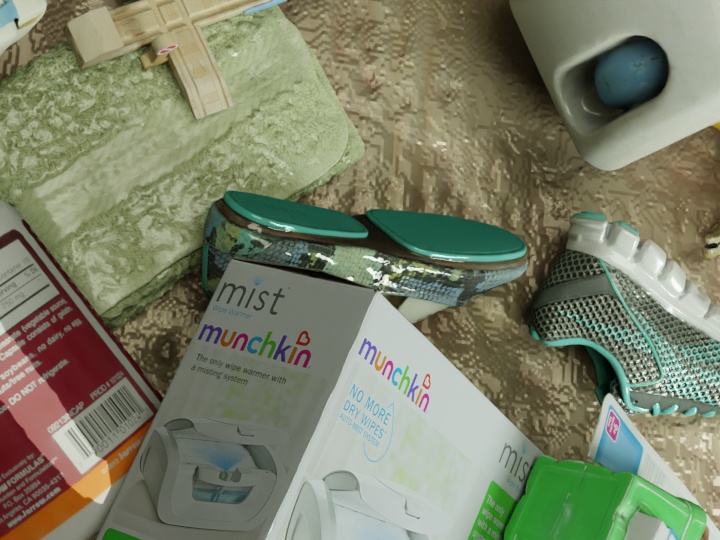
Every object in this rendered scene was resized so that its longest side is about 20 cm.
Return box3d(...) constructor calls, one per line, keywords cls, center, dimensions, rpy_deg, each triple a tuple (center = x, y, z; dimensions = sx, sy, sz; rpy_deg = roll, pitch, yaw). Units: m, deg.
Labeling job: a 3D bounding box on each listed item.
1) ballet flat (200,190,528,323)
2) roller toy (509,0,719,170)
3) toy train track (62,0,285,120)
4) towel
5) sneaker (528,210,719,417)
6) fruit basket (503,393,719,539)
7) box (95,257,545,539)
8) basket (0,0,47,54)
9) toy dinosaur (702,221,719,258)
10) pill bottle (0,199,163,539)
box3d(cls="ballet flat", center=(0.000, 0.000, 0.846), dimensions=(0.199, 0.074, 0.075), rpy_deg=(8, 78, -30))
box3d(cls="roller toy", center=(0.189, -0.141, 0.873), dimensions=(0.182, 0.200, 0.140), rpy_deg=(-25, 89, 12))
box3d(cls="toy train track", center=(-0.062, -0.155, 0.833), dimensions=(0.200, 0.033, 0.115), rpy_deg=(-25, 87, -27))
box3d(cls="towel", center=(-0.106, -0.074, 0.836), dimensions=(0.200, 0.036, 0.149), rpy_deg=(-35, 93, -21))
box3d(cls="sneaker", center=(0.180, 0.056, 0.905), dimensions=(0.200, 0.078, 0.091), rpy_deg=(38, 87, -6))
box3d(cls="fruit basket", center=(0.146, 0.194, 0.826), dimensions=(0.200, 0.094, 0.186), rpy_deg=(46, 61, -34))
box3d(cls="box", center=(-0.016, 0.120, 0.754), dimensions=(0.200, 0.096, 0.177), rpy_deg=(45, 64, -48))
box3d(cls="basket", center=(-0.257, -0.159, 0.731), dimensions=(0.200, 0.176, 0.139), rpy_deg=(49, 53, -13))
box3d(cls="toy dinosaur", center=(0.293, -0.068, 0.950), dimensions=(0.199, 0.058, 0.101), rpy_deg=(-16, 117, -3))
box3d(cls="pill bottle", center=(-0.184, 0.039, 0.749), dimensions=(0.113, 0.113, 0.200), rpy_deg=(-38, 94, -21))
